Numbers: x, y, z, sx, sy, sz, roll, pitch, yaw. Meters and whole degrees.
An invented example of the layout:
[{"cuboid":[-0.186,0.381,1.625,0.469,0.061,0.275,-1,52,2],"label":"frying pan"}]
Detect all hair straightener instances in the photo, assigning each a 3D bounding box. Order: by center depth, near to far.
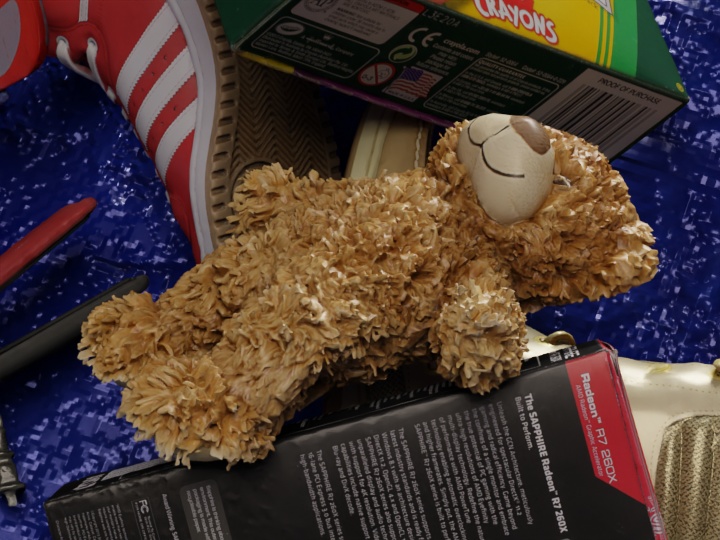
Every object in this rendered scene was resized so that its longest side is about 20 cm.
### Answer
[{"cuboid":[-0.149,0.057,0.948,0.200,0.041,0.077,-41,96,-33],"label":"hair straightener"}]

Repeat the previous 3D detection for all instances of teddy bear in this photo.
[{"cuboid":[0.000,0.000,0.877,0.199,0.067,0.145,-17,24,1],"label":"teddy bear"}]

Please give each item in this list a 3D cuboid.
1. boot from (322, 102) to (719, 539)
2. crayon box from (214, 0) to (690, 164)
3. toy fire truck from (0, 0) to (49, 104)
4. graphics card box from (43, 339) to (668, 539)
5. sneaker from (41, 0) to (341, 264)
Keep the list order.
[{"cuboid":[0.065,0.030,0.953,0.155,0.073,0.201,0,66,5],"label":"boot"},{"cuboid":[0.018,-0.140,0.983,0.058,0.199,0.173,-38,55,32],"label":"crayon box"},{"cuboid":[-0.193,-0.030,0.969,0.199,0.049,0.142,-29,102,-16],"label":"toy fire truck"},{"cuboid":[0.005,0.109,0.880,0.199,0.051,0.126,-16,93,2],"label":"graphics card box"},{"cuboid":[-0.077,-0.066,1.014,0.071,0.112,0.201,-11,91,-48],"label":"sneaker"}]
